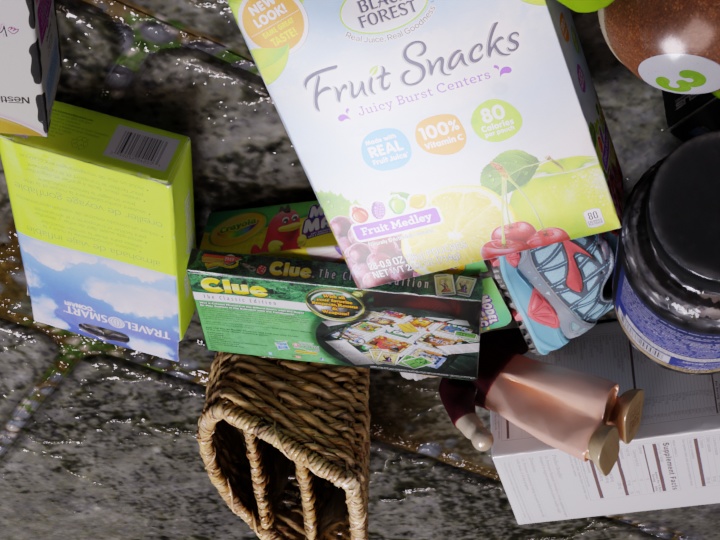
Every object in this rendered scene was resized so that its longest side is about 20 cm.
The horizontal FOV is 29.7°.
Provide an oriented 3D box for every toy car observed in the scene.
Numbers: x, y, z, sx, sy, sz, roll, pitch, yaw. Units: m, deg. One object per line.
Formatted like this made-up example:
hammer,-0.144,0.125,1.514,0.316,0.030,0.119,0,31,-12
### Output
toy car,0.208,-0.130,0.635,0.163,0.200,0.158,22,111,-32

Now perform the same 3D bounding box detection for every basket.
basket,-0.062,0.157,1.095,0.141,0.150,0.201,1,144,1

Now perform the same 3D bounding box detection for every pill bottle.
pill bottle,0.208,-0.009,0.810,0.111,0.113,0.200,-3,165,7

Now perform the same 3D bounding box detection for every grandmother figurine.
grandmother figurine,0.107,0.080,1.004,0.199,0.121,0.061,20,129,29

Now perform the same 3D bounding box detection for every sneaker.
sneaker,0.130,-0.026,0.923,0.095,0.080,0.200,-24,143,6

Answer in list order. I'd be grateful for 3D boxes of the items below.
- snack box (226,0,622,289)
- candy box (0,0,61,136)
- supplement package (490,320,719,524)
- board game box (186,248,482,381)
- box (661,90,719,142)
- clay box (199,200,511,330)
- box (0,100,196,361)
snack box,0.042,-0.101,0.770,0.167,0.068,0.201,-14,119,20
candy box,-0.244,-0.167,0.752,0.135,0.061,0.201,4,143,-3
supplement package,0.207,0.114,1.052,0.198,0.114,0.110,-8,140,14
board game box,-0.015,0.032,0.937,0.198,0.024,0.105,6,148,7
box,0.307,-0.096,0.824,0.199,0.050,0.157,30,135,-31
clay box,0.000,0.000,0.950,0.198,0.048,0.115,-6,143,22
box,-0.174,-0.024,0.926,0.121,0.048,0.201,16,144,6
